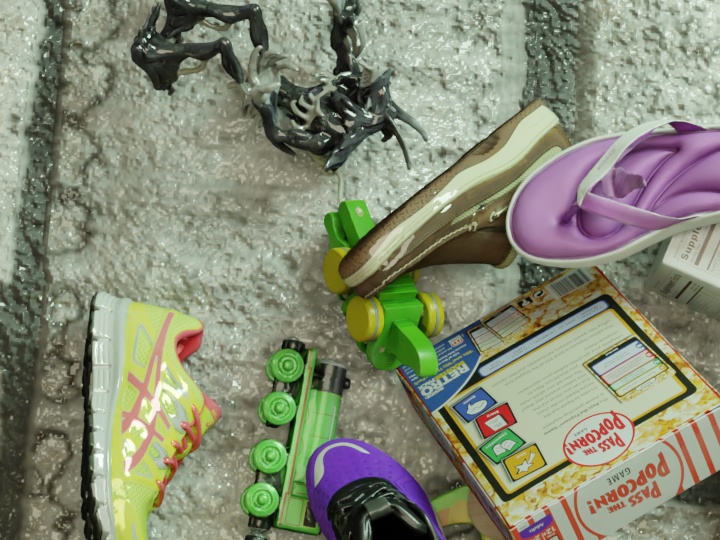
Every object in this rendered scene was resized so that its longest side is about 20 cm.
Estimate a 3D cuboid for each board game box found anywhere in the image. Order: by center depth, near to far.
[{"bbox_3d":[0.126,0.086,1.302,0.151,0.200,0.046,-29,123,-4],"label":"board game box"}]

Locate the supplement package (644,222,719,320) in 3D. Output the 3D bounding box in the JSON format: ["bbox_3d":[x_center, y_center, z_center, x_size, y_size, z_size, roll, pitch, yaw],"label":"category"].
[{"bbox_3d":[0.300,-0.005,1.349,0.200,0.114,0.110,25,83,4],"label":"supplement package"}]

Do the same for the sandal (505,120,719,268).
[{"bbox_3d":[0.183,-0.059,1.289,0.202,0.050,0.083,-15,68,16],"label":"sandal"}]

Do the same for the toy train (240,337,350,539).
[{"bbox_3d":[-0.048,0.144,1.365,0.056,0.042,0.200,12,81,-8],"label":"toy train"}]

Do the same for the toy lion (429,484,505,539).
[{"bbox_3d":[0.067,0.250,1.340,0.192,0.069,0.200,-28,81,3],"label":"toy lion"}]

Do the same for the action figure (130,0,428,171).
[{"bbox_3d":[-0.047,-0.137,1.376,0.200,0.102,0.119,22,50,8],"label":"action figure"}]

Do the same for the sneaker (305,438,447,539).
[{"bbox_3d":[0.017,0.159,1.267,0.070,0.100,0.200,-29,48,-5],"label":"sneaker"}]

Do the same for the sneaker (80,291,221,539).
[{"bbox_3d":[-0.133,0.104,1.338,0.090,0.078,0.200,4,62,-11],"label":"sneaker"}]

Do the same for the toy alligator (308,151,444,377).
[{"bbox_3d":[0.000,0.000,1.380,0.059,0.054,0.200,-4,53,-33],"label":"toy alligator"}]

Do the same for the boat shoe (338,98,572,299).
[{"bbox_3d":[0.075,-0.033,1.350,0.202,0.075,0.075,-39,92,-29],"label":"boat shoe"}]
